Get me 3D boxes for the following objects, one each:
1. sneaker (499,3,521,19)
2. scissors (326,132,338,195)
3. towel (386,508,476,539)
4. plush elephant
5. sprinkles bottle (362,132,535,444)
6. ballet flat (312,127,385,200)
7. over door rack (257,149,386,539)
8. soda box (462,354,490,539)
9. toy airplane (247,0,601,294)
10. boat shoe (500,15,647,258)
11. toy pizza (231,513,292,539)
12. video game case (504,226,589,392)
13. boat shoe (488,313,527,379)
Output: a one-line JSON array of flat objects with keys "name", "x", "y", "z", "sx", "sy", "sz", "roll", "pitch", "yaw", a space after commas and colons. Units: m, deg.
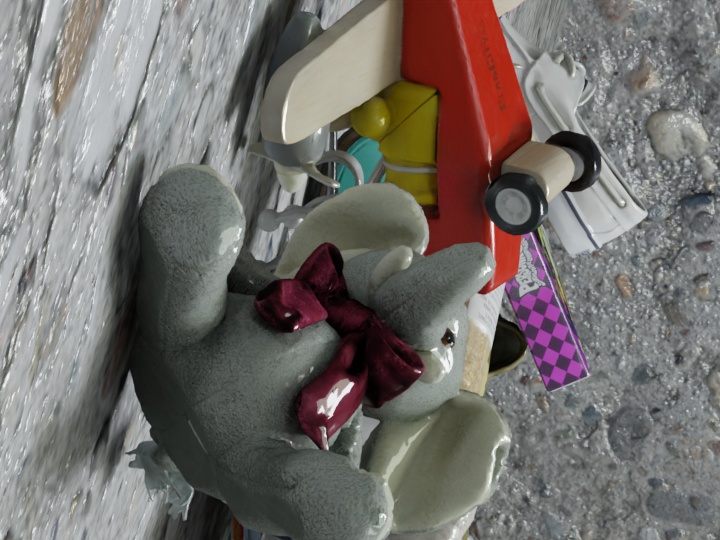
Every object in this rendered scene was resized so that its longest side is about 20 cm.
[{"name": "sneaker", "x": 0.057, "y": -0.157, "z": 1.704, "sx": 0.070, "sy": 0.082, "sz": 0.201, "roll": -65, "pitch": 175, "yaw": -57}, {"name": "scissors", "x": -0.016, "y": -0.024, "z": 1.573, "sx": 0.073, "sy": 0.014, "sz": 0.202, "roll": -37, "pitch": 131, "yaw": -74}, {"name": "towel", "x": 0.009, "y": 0.158, "z": 1.498, "sx": 0.133, "sy": 0.034, "sz": 0.200, "roll": -67, "pitch": -167, "yaw": -13}, {"name": "plush elephant", "x": -0.008, "y": 0.034, "z": 1.185, "sx": 0.154, "sy": 0.165, "sz": 0.200, "roll": -27, "pitch": 171, "yaw": -22}, {"name": "sprinkles bottle", "x": 0.040, "y": 0.011, "z": 1.437, "sx": 0.068, "sy": 0.068, "sz": 0.201, "roll": 97, "pitch": 6, "yaw": -61}, {"name": "ballet flat", "x": 0.000, "y": 0.000, "z": 1.662, "sx": 0.068, "sy": 0.068, "sz": 0.201, "roll": -136, "pitch": -145, "yaw": -58}, {"name": "over door rack", "x": -0.028, "y": 0.029, "z": 1.456, "sx": 0.148, "sy": 0.066, "sz": 0.201, "roll": -61, "pitch": 156, "yaw": -60}, {"name": "soda box", "x": 0.025, "y": 0.110, "z": 1.637, "sx": 0.068, "sy": 0.064, "sz": 0.201, "roll": 37, "pitch": -53, "yaw": 54}, {"name": "toy airplane", "x": 0.019, "y": -0.108, "z": 1.363, "sx": 0.200, "sy": 0.140, "sz": 0.200, "roll": 35, "pitch": 55, "yaw": -46}, {"name": "boat shoe", "x": 0.118, "y": -0.108, "z": 1.799, "sx": 0.201, "sy": 0.065, "sz": 0.072, "roll": 63, "pitch": 10, "yaw": -4}, {"name": "toy pizza", "x": -0.048, "y": 0.096, "z": 1.580, "sx": 0.200, "sy": 0.031, "sz": 0.202, "roll": 7, "pitch": 90, "yaw": -80}, {"name": "video game case", "x": 0.092, "y": -0.049, "z": 1.877, "sx": 0.182, "sy": 0.036, "sz": 0.201, "roll": -101, "pitch": 169, "yaw": -58}, {"name": "boat shoe", "x": 0.055, "y": 0.049, "z": 1.814, "sx": 0.201, "sy": 0.063, "sz": 0.074, "roll": 5, "pitch": 95, "yaw": -74}]
